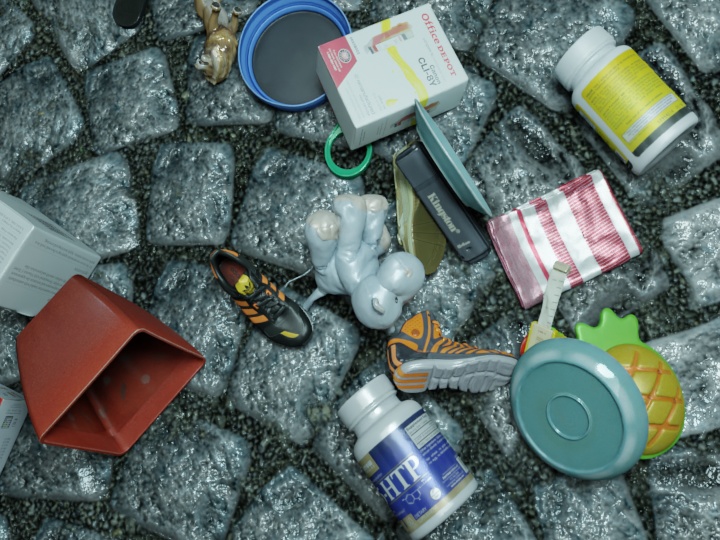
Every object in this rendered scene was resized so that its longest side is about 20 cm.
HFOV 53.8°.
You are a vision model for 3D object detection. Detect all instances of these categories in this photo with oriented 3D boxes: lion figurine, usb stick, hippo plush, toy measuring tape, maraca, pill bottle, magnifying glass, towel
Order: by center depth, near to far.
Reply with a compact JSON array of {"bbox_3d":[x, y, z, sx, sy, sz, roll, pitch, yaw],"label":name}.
[{"bbox_3d":[0.362,0.154,0.966,0.134,0.107,0.204,-25,81,-10],"label":"maraca"},{"bbox_3d":[0.059,0.254,0.989,0.119,0.120,0.201,-39,75,-1],"label":"pill bottle"},{"bbox_3d":[0.270,0.081,0.996,0.071,0.074,0.206,13,110,11],"label":"toy measuring tape"},{"bbox_3d":[0.000,0.000,1.010,0.200,0.160,0.161,-43,55,-4],"label":"hippo plush"},{"bbox_3d":[0.384,-0.252,1.043,0.113,0.114,0.202,-37,76,0],"label":"pill bottle"},{"bbox_3d":[0.123,-0.099,1.048,0.055,0.033,0.202,-28,106,30],"label":"usb stick"},{"bbox_3d":[0.303,-0.049,1.063,0.196,0.023,0.147,-25,77,3],"label":"towel"},{"bbox_3d":[-0.009,-0.248,1.153,0.077,0.022,0.206,8,82,11],"label":"magnifying glass"},{"bbox_3d":[-0.247,-0.425,1.197,0.070,0.123,0.205,0,59,-23],"label":"lion figurine"}]

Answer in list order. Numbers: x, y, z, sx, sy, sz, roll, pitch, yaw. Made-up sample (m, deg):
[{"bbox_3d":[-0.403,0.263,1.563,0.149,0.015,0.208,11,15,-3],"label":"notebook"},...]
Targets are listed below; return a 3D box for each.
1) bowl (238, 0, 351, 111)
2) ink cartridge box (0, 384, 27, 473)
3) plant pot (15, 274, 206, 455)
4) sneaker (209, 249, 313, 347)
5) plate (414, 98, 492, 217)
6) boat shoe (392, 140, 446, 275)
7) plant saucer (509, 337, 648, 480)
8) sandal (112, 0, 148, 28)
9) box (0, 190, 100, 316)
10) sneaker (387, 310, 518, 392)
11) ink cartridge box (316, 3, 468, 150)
[{"bbox_3d":[-0.105,-0.361,1.180,0.194,0.039,0.207,-2,78,9],"label":"bowl"},{"bbox_3d":[-0.652,0.249,1.118,0.195,0.084,0.180,20,83,11],"label":"ink cartridge box"},{"bbox_3d":[-0.387,0.129,1.055,0.176,0.200,0.201,41,86,25],"label":"plant pot"},{"bbox_3d":[-0.158,0.043,1.080,0.199,0.090,0.070,41,87,14],"label":"sneaker"},{"bbox_3d":[0.127,-0.156,1.024,0.025,0.199,0.203,-34,76,14],"label":"plate"},{"bbox_3d":[0.083,-0.092,1.090,0.072,0.063,0.207,-1,80,-35],"label":"boat shoe"},{"bbox_3d":[0.282,0.191,0.949,0.197,0.027,0.206,16,115,38],"label":"plant saucer"},{"bbox_3d":[-0.391,-0.530,1.254,0.073,0.045,0.206,13,81,11],"label":"sandal"},{"bbox_3d":[-0.551,-0.037,1.100,0.197,0.199,0.133,32,84,13],"label":"box"},{"bbox_3d":[0.131,0.111,1.028,0.194,0.079,0.114,4,43,-17],"label":"sneaker"},{"bbox_3d":[0.047,-0.300,1.097,0.196,0.084,0.148,-24,79,-11],"label":"ink cartridge box"}]
